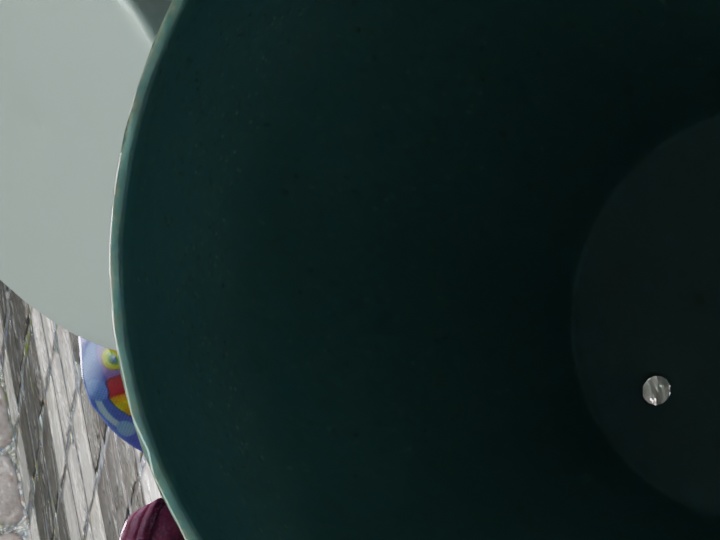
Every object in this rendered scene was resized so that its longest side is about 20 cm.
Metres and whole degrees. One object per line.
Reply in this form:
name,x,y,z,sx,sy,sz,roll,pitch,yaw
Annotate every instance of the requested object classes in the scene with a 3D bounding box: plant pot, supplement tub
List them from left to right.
supplement tub,-0.008,-0.082,0.719,0.140,0.200,0.141,31,140,30
plant pot,0.068,0.001,0.600,0.135,0.199,0.201,21,-125,-65

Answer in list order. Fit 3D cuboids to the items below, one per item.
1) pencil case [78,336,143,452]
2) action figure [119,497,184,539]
pencil case,0.000,0.000,0.894,0.200,0.087,0.078,-20,96,41
action figure,-0.013,0.104,0.899,0.149,0.199,0.135,76,-163,-62
